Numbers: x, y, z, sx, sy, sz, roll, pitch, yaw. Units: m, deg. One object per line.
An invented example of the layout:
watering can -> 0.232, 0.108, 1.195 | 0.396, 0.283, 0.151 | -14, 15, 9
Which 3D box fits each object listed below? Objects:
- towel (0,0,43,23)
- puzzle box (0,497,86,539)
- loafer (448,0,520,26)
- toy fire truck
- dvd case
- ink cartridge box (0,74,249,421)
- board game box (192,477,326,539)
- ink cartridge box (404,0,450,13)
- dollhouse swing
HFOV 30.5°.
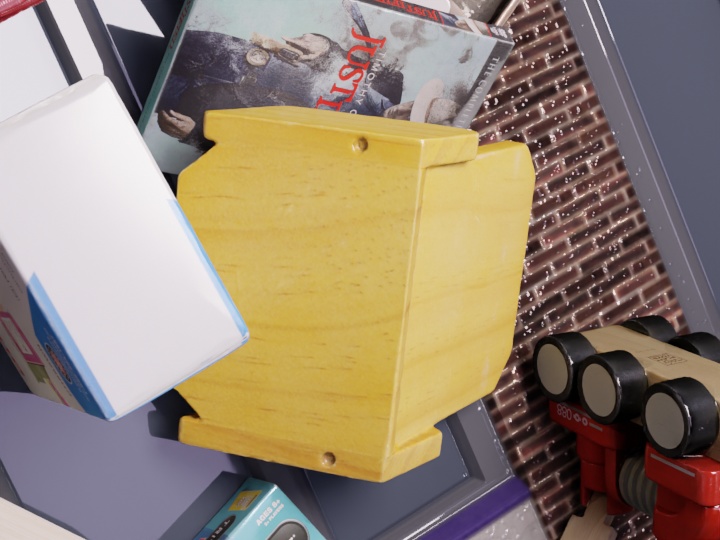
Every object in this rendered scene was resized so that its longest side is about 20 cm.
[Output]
towel -> -0.215, -0.153, 0.550 | 0.200, 0.023, 0.144 | -31, 98, -11
puzzle box -> -0.155, 0.153, 0.685 | 0.200, 0.133, 0.025 | 28, 70, -5
loafer -> 0.065, -0.175, 0.876 | 0.072, 0.063, 0.200 | 45, 70, -17
toy fire truck -> 0.184, 0.148, 0.869 | 0.129, 0.176, 0.200 | -10, 107, -27
dvd case -> -0.024, -0.106, 0.801 | 0.200, 0.022, 0.146 | 9, 128, -27
ink cartridge box -> -0.154, -0.008, 0.685 | 0.085, 0.200, 0.145 | -32, 101, -20
board game box -> -0.047, 0.253, 0.810 | 0.151, 0.047, 0.200 | -46, 107, -21
ink cartridge box -> -0.042, -0.209, 0.795 | 0.115, 0.068, 0.200 | -32, 103, 11
dollhouse swing -> 0.000, 0.000, 0.820 | 0.181, 0.176, 0.200 | 9, 105, 13
